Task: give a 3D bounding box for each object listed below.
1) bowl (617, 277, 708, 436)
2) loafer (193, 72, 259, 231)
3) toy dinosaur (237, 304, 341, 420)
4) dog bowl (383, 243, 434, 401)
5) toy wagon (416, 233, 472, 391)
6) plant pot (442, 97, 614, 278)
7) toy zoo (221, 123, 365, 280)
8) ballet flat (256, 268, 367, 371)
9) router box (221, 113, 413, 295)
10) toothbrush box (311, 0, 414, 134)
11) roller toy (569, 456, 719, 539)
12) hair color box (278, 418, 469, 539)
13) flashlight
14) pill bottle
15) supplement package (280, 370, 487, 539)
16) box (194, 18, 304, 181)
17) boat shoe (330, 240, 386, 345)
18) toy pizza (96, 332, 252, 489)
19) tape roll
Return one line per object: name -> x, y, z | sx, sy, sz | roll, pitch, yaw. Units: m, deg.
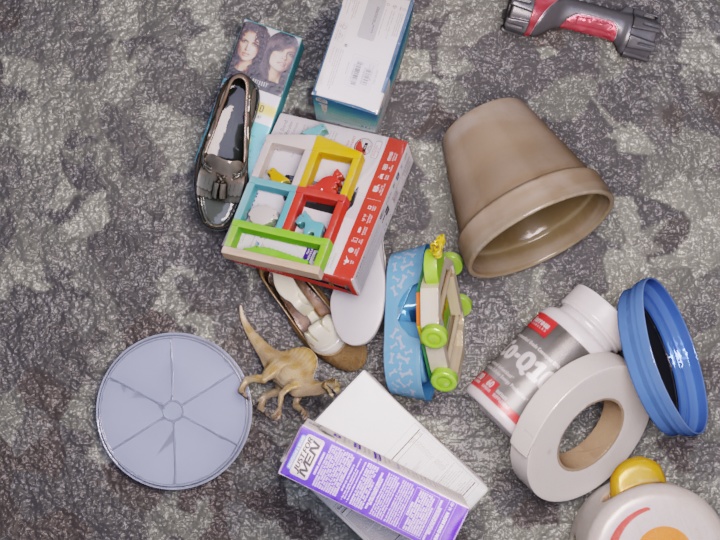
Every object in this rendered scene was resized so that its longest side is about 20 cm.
bowl -> 0.371, 0.109, 1.508 | 0.039, 0.201, 0.201 | -21, 86, 27
loafer -> -0.170, -0.150, 1.530 | 0.072, 0.063, 0.200 | 9, 87, -2
toy dinosaur -> -0.104, 0.132, 1.553 | 0.200, 0.058, 0.101 | 32, 76, 34
dog bowl -> 0.063, 0.065, 1.538 | 0.050, 0.111, 0.200 | -1, 72, 14
toy wagon -> 0.099, 0.043, 1.499 | 0.040, 0.155, 0.200 | -4, 126, 16
plant pot -> 0.190, -0.113, 1.534 | 0.200, 0.200, 0.174 | -24, 69, -2
toy zoo -> -0.077, -0.093, 1.500 | 0.131, 0.020, 0.200 | 13, 69, 18
ballet flat -> -0.067, 0.050, 1.561 | 0.068, 0.072, 0.200 | -36, 87, 6
router box -> -0.052, -0.085, 1.530 | 0.179, 0.049, 0.200 | 14, 69, 19
toothbrush box -> 0.003, -0.252, 1.522 | 0.085, 0.200, 0.147 | 18, 85, 0
roller toy -> 0.358, 0.348, 1.510 | 0.182, 0.140, 0.200 | 29, 85, 1
hair color box -> 0.014, 0.234, 1.338 | 0.200, 0.109, 0.065 | 28, 87, 2
flashlight -> 0.286, -0.319, 1.599 | 0.200, 0.068, 0.068 | 15, 48, -3
pill bottle -> 0.239, 0.119, 1.539 | 0.114, 0.114, 0.200 | 44, 86, 3
supplement package -> 0.026, 0.240, 1.489 | 0.200, 0.191, 0.147 | 43, 86, 2
box -> -0.143, -0.217, 1.592 | 0.082, 0.049, 0.200 | 18, 86, 1
boat shoe -> 0.000, 0.000, 1.563 | 0.072, 0.066, 0.200 | -7, 76, 11
toy pizza -> -0.238, 0.180, 1.571 | 0.200, 0.032, 0.200 | 0, 86, 1
tape roll -> 0.272, 0.194, 1.506 | 0.203, 0.203, 0.037 | -44, 45, -3
